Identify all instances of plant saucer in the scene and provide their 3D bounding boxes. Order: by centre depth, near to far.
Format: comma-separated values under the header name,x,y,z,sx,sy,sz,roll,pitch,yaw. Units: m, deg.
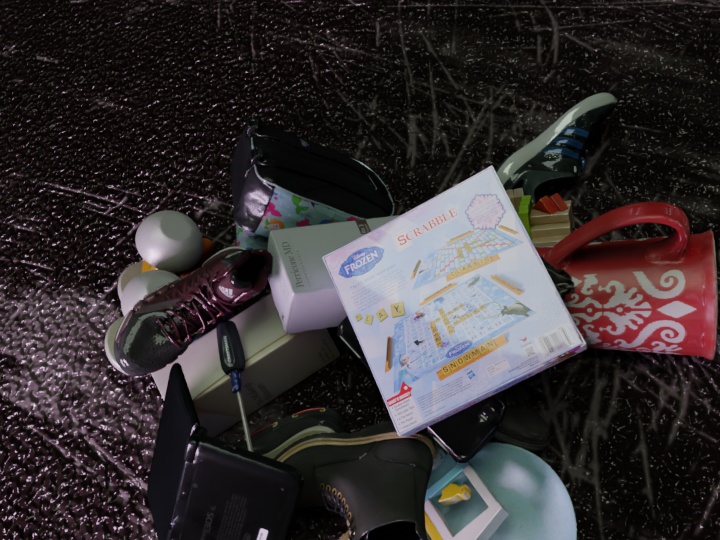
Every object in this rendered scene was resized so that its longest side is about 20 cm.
name,x,y,z,sx,sy,sz,roll,pitch,yaw
plant saucer,0.123,0.272,0.832,0.200,0.039,0.202,-19,47,21

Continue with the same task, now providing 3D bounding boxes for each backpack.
name,x,y,z,sx,sy,sz,roll,pitch,yaw
backpack,-0.063,-0.083,1.046,0.198,0.151,0.178,11,32,-20

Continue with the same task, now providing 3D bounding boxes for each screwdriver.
name,x,y,z,sx,sy,sz,roll,pitch,yaw
screwdriver,-0.131,0.146,0.896,0.029,0.028,0.201,0,60,-21

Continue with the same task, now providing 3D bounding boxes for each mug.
name,x,y,z,sx,sy,sz,roll,pitch,yaw
mug,0.277,0.006,0.907,0.198,0.179,0.133,-1,15,20

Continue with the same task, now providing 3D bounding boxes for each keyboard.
name,x,y,z,sx,sy,sz,roll,pitch,yaw
keyboard,0.073,0.094,0.865,0.104,0.040,0.200,-48,68,8

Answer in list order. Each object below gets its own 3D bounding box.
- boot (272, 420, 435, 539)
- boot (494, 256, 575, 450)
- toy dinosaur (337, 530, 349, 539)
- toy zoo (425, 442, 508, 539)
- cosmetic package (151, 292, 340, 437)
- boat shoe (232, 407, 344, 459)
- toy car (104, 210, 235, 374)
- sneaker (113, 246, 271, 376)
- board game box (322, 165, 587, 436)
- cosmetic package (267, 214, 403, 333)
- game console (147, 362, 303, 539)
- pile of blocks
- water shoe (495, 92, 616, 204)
name,x,y,z,sx,sy,sz,roll,pitch,yaw
boot,-0.023,0.230,0.828,0.199,0.078,0.139,-25,27,19
boot,0.163,0.071,0.871,0.200,0.069,0.174,43,117,10
toy dinosaur,-0.041,0.311,0.824,0.200,0.058,0.101,-46,40,4
toy zoo,0.063,0.239,0.857,0.131,0.020,0.200,-40,41,1
cosmetic package,-0.133,0.109,0.988,0.199,0.104,0.073,-34,58,-6
boat shoe,-0.107,0.217,0.940,0.200,0.074,0.063,-26,16,12
toy car,-0.227,0.040,1.046,0.149,0.175,0.201,16,52,-19
sneaker,-0.173,0.033,0.896,0.200,0.076,0.115,-45,15,-28
board game box,0.089,0.031,0.827,0.199,0.041,0.201,-27,72,10
cosmetic package,0.000,0.000,0.950,0.198,0.074,0.102,-8,49,-20
game console,-0.151,0.227,0.879,0.174,0.201,0.117,18,29,1
pile of blocks,0.166,-0.072,1.008,0.199,0.063,0.082,11,37,40
water shoe,0.261,-0.145,1.072,0.199,0.072,0.079,-38,78,-5
